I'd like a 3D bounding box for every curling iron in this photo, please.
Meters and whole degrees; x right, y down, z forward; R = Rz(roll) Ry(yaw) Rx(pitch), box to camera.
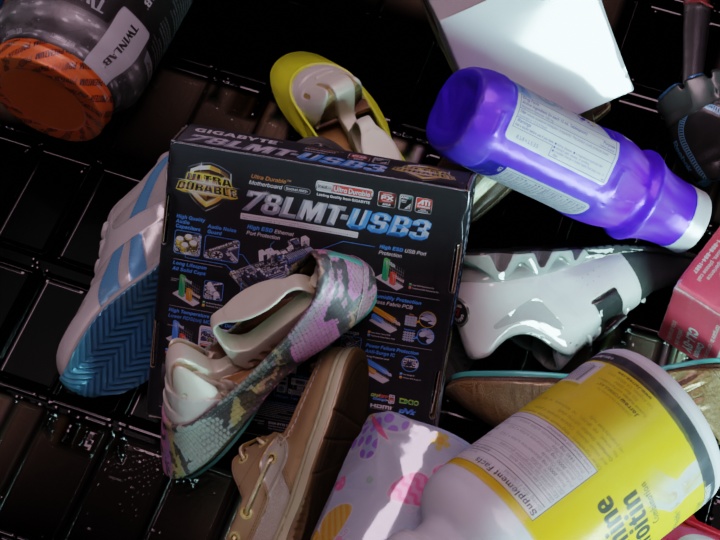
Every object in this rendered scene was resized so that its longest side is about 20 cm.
[{"bbox_3d":[0.280,-0.212,1.319,0.050,0.026,0.200,13,61,10],"label":"curling iron"}]

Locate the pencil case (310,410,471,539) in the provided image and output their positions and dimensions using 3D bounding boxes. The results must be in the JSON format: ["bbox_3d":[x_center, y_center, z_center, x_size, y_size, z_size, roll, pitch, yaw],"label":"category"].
[{"bbox_3d":[0.009,0.189,1.031,0.083,0.091,0.200,0,62,51],"label":"pencil case"}]

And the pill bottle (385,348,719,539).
[{"bbox_3d":[0.107,0.142,0.975,0.200,0.112,0.112,-34,66,-19],"label":"pill bottle"}]

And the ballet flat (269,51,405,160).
[{"bbox_3d":[-0.006,-0.105,1.230,0.067,0.067,0.200,-24,63,-14],"label":"ballet flat"}]

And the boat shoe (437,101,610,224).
[{"bbox_3d":[0.126,-0.086,1.213,0.202,0.075,0.075,-48,114,-29],"label":"boat shoe"}]

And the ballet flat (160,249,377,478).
[{"bbox_3d":[-0.077,0.053,1.047,0.200,0.071,0.069,-42,41,20],"label":"ballet flat"}]

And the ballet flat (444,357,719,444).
[{"bbox_3d":[0.159,0.101,1.124,0.200,0.068,0.072,-2,79,-7],"label":"ballet flat"}]

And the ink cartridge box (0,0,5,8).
[{"bbox_3d":[-0.328,-0.221,1.216,0.067,0.200,0.116,24,62,14],"label":"ink cartridge box"}]

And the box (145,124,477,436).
[{"bbox_3d":[-0.035,0.017,1.094,0.200,0.199,0.050,9,20,5],"label":"box"}]

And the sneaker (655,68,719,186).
[{"bbox_3d":[0.325,-0.122,1.255,0.200,0.073,0.082,-17,83,-8],"label":"sneaker"}]

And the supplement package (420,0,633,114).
[{"bbox_3d":[0.106,-0.192,1.196,0.109,0.114,0.200,-23,29,4],"label":"supplement package"}]

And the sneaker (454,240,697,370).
[{"bbox_3d":[0.150,0.023,1.161,0.200,0.074,0.089,-5,94,-24],"label":"sneaker"}]

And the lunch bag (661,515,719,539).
[{"bbox_3d":[0.160,0.208,1.048,0.200,0.082,0.176,24,58,14],"label":"lunch bag"}]

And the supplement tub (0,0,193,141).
[{"bbox_3d":[-0.197,-0.204,1.253,0.122,0.123,0.200,18,61,9],"label":"supplement tub"}]

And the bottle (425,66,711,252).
[{"bbox_3d":[0.144,-0.070,1.106,0.200,0.084,0.065,23,92,-21],"label":"bottle"}]

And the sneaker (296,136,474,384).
[{"bbox_3d":[0.000,0.000,1.173,0.199,0.114,0.076,47,67,-7],"label":"sneaker"}]

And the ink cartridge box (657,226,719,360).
[{"bbox_3d":[0.332,0.034,1.144,0.200,0.083,0.145,35,65,18],"label":"ink cartridge box"}]

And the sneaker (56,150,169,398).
[{"bbox_3d":[-0.153,0.001,1.170,0.081,0.077,0.200,16,65,44],"label":"sneaker"}]

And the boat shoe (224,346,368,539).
[{"bbox_3d":[-0.052,0.138,1.059,0.066,0.074,0.200,18,84,21],"label":"boat shoe"}]
